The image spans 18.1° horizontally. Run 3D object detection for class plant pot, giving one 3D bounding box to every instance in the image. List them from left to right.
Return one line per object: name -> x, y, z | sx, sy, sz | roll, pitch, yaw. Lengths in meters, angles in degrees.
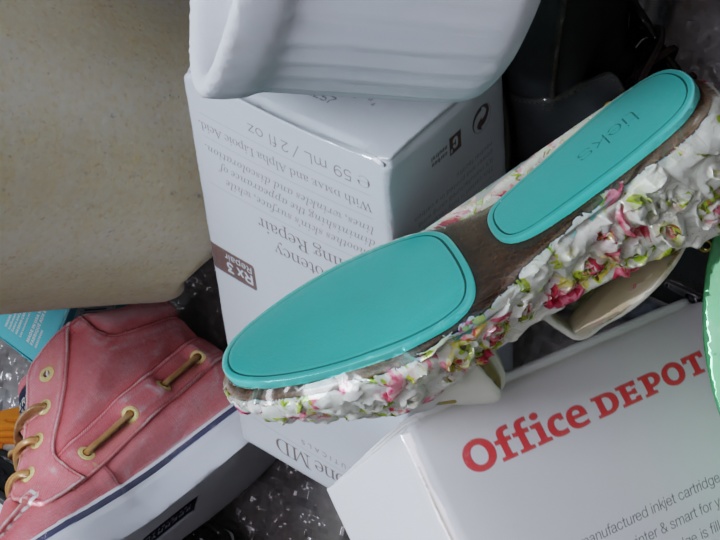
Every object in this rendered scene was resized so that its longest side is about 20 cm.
plant pot -> -0.153, -0.058, 0.884 | 0.200, 0.182, 0.202 | -11, 77, 58

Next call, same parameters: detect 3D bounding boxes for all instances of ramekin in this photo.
ramekin -> 0.007, -0.150, 0.740 | 0.097, 0.200, 0.202 | 8, 98, -11

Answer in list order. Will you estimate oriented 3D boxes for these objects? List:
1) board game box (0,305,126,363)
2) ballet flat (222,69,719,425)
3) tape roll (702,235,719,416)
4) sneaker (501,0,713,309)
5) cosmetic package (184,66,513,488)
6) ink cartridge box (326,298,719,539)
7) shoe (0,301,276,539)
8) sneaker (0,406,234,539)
board game box -> -0.176, -0.069, 1.049 | 0.199, 0.047, 0.152 | 33, 107, 26
ballet flat -> 0.050, 0.008, 0.766 | 0.199, 0.064, 0.076 | -31, 32, 7
tape roll -> 0.220, 0.017, 0.783 | 0.199, 0.048, 0.202 | -1, 86, 12
sneaker -> 0.104, -0.066, 0.831 | 0.106, 0.201, 0.075 | 25, 60, 20
cosmetic package -> 0.000, 0.000, 0.874 | 0.101, 0.074, 0.201 | 26, 140, 32
ink cartridge box -> 0.100, 0.131, 0.826 | 0.201, 0.146, 0.083 | 64, 151, 10
shoe -> -0.125, 0.088, 0.946 | 0.091, 0.200, 0.072 | 43, 143, 16
sneaker -> -0.101, 0.149, 1.012 | 0.200, 0.076, 0.092 | 40, 138, 14
